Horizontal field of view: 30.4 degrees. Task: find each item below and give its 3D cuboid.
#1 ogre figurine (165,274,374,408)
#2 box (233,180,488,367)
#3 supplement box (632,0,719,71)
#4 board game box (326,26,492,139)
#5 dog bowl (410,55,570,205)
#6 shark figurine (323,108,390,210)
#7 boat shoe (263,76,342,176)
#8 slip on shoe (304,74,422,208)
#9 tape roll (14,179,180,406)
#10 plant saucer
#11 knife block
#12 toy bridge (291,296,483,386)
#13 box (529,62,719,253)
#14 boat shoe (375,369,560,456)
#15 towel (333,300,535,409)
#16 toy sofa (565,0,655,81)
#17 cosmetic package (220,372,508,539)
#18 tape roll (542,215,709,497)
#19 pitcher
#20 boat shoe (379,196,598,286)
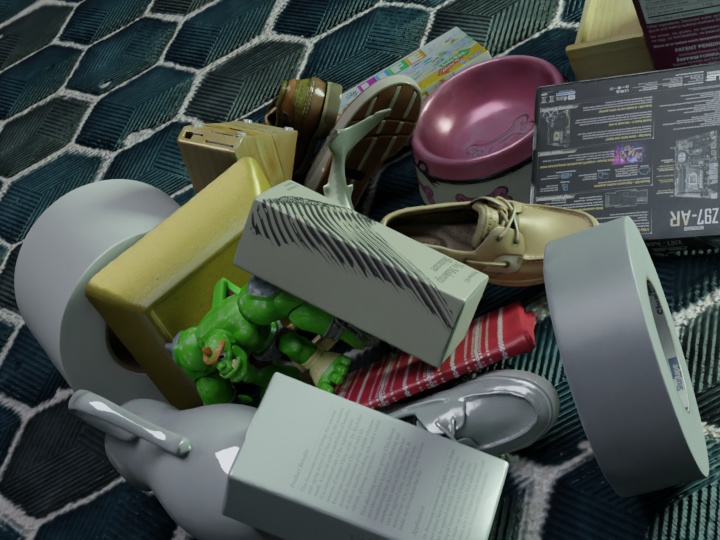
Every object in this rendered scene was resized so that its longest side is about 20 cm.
[{"bbox_3d":[-0.092,0.071,1.187,0.200,0.120,0.098,-22,36,50],"label":"ogre figurine"},{"bbox_3d":[0.000,0.000,1.114,0.199,0.069,0.082,25,23,11],"label":"box"},{"bbox_3d":[0.327,-0.251,1.250,0.103,0.200,0.131,-6,43,28],"label":"supplement box"},{"bbox_3d":[0.047,-0.197,1.491,0.199,0.034,0.135,-31,24,1],"label":"board game box"},{"bbox_3d":[0.140,-0.141,1.358,0.199,0.074,0.201,-19,39,16],"label":"dog bowl"},{"bbox_3d":[0.007,-0.035,1.272,0.089,0.128,0.216,-2,70,-25],"label":"shark figurine"},{"bbox_3d":[-0.074,-0.163,1.443,0.068,0.200,0.072,12,70,-11],"label":"boat shoe"},{"bbox_3d":[-0.004,-0.130,1.384,0.200,0.076,0.061,-59,27,33],"label":"slip on shoe"},{"bbox_3d":[-0.227,0.025,1.315,0.202,0.203,0.139,-39,39,-10],"label":"tape roll"},{"bbox_3d":[-0.129,0.027,1.251,0.200,0.200,0.048,-39,43,-11],"label":"plant saucer"},{"bbox_3d":[-0.119,-0.059,1.325,0.064,0.177,0.200,11,12,18],"label":"knife block"},{"bbox_3d":[0.023,0.044,1.268,0.199,0.027,0.067,-29,37,3],"label":"toy bridge"},{"bbox_3d":[0.254,-0.097,1.200,0.199,0.043,0.161,-4,74,31],"label":"box"},{"bbox_3d":[0.065,0.131,1.089,0.199,0.072,0.068,-9,12,26],"label":"boat shoe"},{"bbox_3d":[0.060,0.084,1.151,0.199,0.023,0.145,-24,6,9],"label":"towel"},{"bbox_3d":[0.278,-0.257,1.372,0.082,0.098,0.201,-6,45,27],"label":"toy sofa"},{"bbox_3d":[0.003,0.169,1.027,0.199,0.071,0.102,21,53,3],"label":"cosmetic package"},{"bbox_3d":[0.199,0.064,0.987,0.066,0.201,0.201,-18,39,16],"label":"tape roll"},{"bbox_3d":[-0.146,0.160,1.137,0.199,0.171,0.122,12,73,43],"label":"pitcher"},{"bbox_3d":[0.114,-0.029,1.161,0.199,0.065,0.072,-6,62,1],"label":"boat shoe"}]
